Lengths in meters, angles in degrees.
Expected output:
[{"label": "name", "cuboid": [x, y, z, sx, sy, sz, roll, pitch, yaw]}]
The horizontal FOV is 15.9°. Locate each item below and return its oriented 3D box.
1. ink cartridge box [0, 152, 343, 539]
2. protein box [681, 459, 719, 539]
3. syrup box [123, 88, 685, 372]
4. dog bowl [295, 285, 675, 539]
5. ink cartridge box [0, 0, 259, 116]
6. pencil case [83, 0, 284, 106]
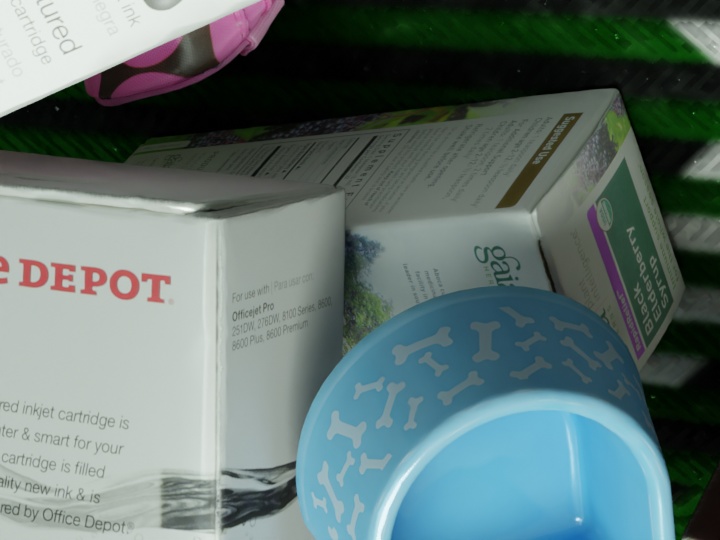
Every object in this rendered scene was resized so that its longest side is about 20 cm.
[{"label": "ink cartridge box", "cuboid": [-0.085, 0.069, 0.811, 0.144, 0.084, 0.202, 7, 101, 28]}, {"label": "protein box", "cuboid": [0.220, 0.131, 0.806, 0.199, 0.135, 0.200, 10, 130, 24]}, {"label": "syrup box", "cuboid": [0.000, 0.000, 0.868, 0.199, 0.082, 0.079, -5, 120, 33]}, {"label": "dog bowl", "cuboid": [0.046, 0.105, 0.775, 0.111, 0.050, 0.201, -14, 118, -11]}, {"label": "ink cartridge box", "cuboid": [-0.046, -0.152, 0.703, 0.199, 0.084, 0.145, -23, 118, 5]}, {"label": "pencil case", "cuboid": [-0.088, -0.150, 0.796, 0.093, 0.091, 0.201, -6, 125, 37]}]
